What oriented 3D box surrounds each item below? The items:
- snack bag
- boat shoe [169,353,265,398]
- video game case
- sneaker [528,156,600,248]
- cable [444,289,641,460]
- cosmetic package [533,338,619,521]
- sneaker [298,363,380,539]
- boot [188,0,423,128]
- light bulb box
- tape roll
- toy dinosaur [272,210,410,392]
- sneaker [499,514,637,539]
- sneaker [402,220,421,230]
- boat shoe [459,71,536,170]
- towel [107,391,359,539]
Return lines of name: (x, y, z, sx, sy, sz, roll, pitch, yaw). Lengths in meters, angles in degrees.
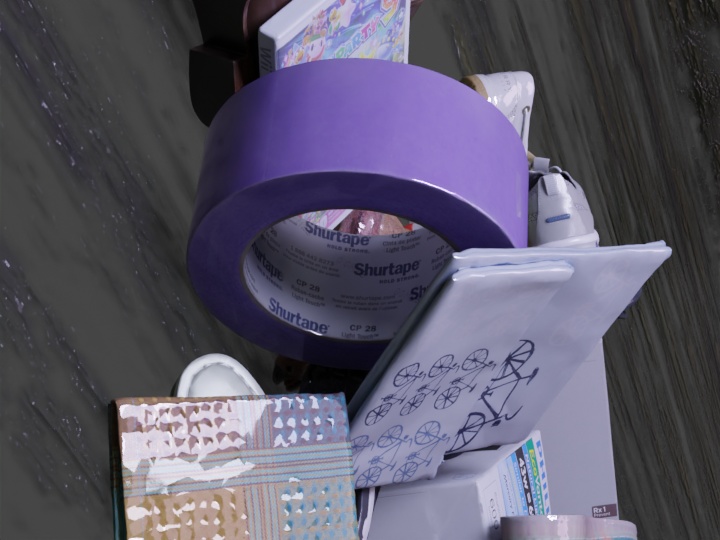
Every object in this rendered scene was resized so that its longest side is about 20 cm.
snack bag: (0.078, 0.058, 0.970, 0.200, 0.189, 0.021, -3, 46, -44)
boat shoe: (-0.072, 0.148, 0.908, 0.072, 0.061, 0.202, -12, 86, -29)
video game case: (-0.014, -0.110, 1.058, 0.143, 0.018, 0.200, -45, 151, -34)
sneaker: (0.148, -0.050, 1.260, 0.200, 0.074, 0.082, -123, -157, -81)
cable: (0.111, 0.063, 1.107, 0.200, 0.163, 0.051, -17, 56, -46)
cosmetic package: (0.146, 0.150, 1.317, 0.090, 0.106, 0.201, -128, -150, -81)
sneaker: (-0.011, 0.144, 1.036, 0.083, 0.071, 0.200, 62, 39, -51)
boot: (-0.026, -0.195, 1.037, 0.200, 0.064, 0.187, -28, 138, -46)
light bulb box: (0.068, 0.233, 1.186, 0.200, 0.124, 0.199, -17, 98, -71)
tape roll: (0.000, -0.028, 0.973, 0.200, 0.199, 0.085, 60, 29, -49)
toy dinosaur: (0.000, 0.000, 1.142, 0.136, 0.086, 0.201, 54, 33, -55)
sneaker: (0.143, 0.210, 1.126, 0.200, 0.071, 0.080, 22, 66, -63)
sneaker: (0.043, 0.018, 1.322, 0.094, 0.070, 0.200, 59, 26, -16)
boat shoe: (0.120, -0.079, 1.374, 0.200, 0.069, 0.071, 90, -20, -44)
towel: (-0.062, 0.165, 0.862, 0.146, 0.022, 0.201, 2, 77, -32)
